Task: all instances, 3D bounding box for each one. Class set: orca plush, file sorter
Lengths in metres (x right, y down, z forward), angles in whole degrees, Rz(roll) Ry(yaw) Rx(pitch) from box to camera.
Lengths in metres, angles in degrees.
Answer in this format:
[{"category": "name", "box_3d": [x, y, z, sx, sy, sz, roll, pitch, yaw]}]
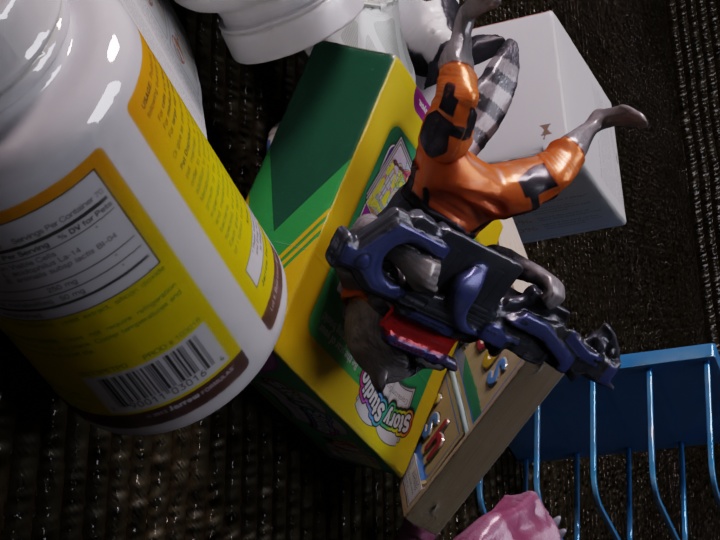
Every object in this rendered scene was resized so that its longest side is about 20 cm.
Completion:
[{"category": "orca plush", "box_3d": [0.059, -0.177, 1.138, 0.071, 0.106, 0.200, 25, 10, -30]}, {"category": "file sorter", "box_3d": [0.204, 0.157, 1.340, 0.139, 0.198, 0.124, 56, 31, -50]}]

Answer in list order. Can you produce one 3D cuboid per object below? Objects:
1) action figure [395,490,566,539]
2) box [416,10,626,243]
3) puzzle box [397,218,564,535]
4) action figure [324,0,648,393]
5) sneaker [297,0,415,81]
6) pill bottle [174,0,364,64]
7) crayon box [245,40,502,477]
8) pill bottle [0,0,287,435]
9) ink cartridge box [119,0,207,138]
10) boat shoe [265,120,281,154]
[{"category": "action figure", "box_3d": [0.056, 0.204, 1.064, 0.199, 0.149, 0.135, 2, 59, -52]}, {"category": "box", "box_3d": [0.104, -0.096, 1.253, 0.200, 0.151, 0.107, 36, 46, -65]}, {"category": "puzzle box", "box_3d": [0.063, 0.054, 1.019, 0.025, 0.133, 0.200, 29, 20, -18]}, {"category": "action figure", "box_3d": [0.064, -0.019, 0.858, 0.199, 0.194, 0.104, 34, 1, -36]}, {"category": "sneaker", "box_3d": [-0.001, -0.198, 0.973, 0.076, 0.115, 0.202, -30, 92, -52]}, {"category": "pill bottle", "box_3d": [-0.070, -0.211, 0.833, 0.113, 0.112, 0.201, -69, 140, -58]}, {"category": "crayon box", "box_3d": [0.000, 0.000, 0.932, 0.174, 0.058, 0.200, -66, 150, -17]}, {"category": "pill bottle", "box_3d": [-0.111, -0.032, 0.626, 0.201, 0.108, 0.110, 61, 25, -46]}, {"category": "ink cartridge box", "box_3d": [-0.124, -0.113, 0.773, 0.201, 0.050, 0.163, -107, 173, -51]}, {"category": "boat shoe", "box_3d": [0.003, -0.089, 1.064, 0.200, 0.072, 0.073, -61, 138, -62]}]
